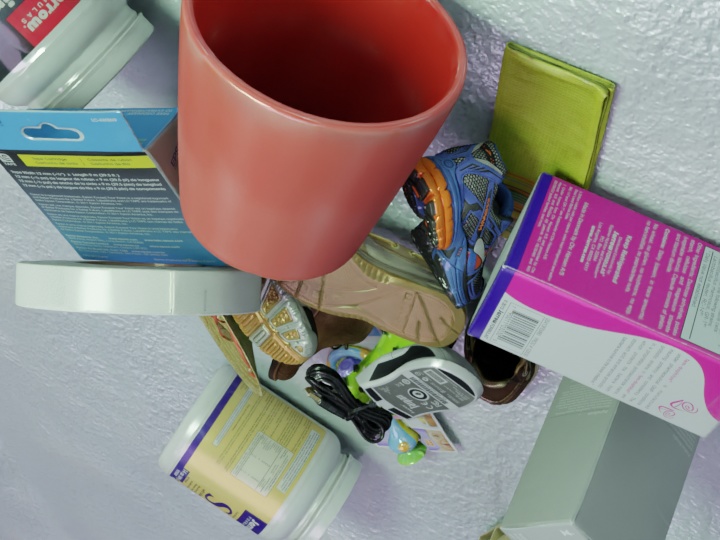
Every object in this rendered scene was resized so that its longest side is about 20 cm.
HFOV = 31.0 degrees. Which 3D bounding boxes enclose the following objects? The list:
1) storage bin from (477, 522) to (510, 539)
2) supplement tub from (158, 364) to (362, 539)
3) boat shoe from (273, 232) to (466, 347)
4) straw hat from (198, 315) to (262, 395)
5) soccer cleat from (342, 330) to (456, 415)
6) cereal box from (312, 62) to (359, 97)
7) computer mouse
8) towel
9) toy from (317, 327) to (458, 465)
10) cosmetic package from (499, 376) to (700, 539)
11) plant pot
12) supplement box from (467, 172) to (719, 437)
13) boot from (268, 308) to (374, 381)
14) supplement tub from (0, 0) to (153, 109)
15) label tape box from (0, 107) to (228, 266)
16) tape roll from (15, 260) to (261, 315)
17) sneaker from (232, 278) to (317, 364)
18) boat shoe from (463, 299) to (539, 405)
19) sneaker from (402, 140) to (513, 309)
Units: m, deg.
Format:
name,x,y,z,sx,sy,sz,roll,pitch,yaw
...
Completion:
name,x,y,z,sx,sy,sz,roll,pitch,yaw
storage bin,0.182,0.366,1.383,0.093,0.199,0.200,19,150,-11
supplement tub,-0.113,0.217,1.483,0.200,0.146,0.145,34,148,-2
boat shoe,0.000,0.000,1.117,0.199,0.069,0.074,27,117,0
straw hat,-0.112,0.023,1.265,0.201,0.085,0.201,54,168,17
soccer cleat,0.054,0.081,1.238,0.081,0.068,0.200,6,145,-29
cereal box,-0.054,-0.124,1.069,0.144,0.040,0.200,35,148,-1
computer mouse,0.039,0.102,1.166,0.110,0.044,0.200,39,144,-24
towel,0.134,-0.083,0.981,0.086,0.018,0.200,23,147,14
toy,0.009,0.135,1.356,0.115,0.047,0.200,-2,135,40
cosmetic package,0.206,0.161,1.073,0.107,0.200,0.090,47,145,-21
plant pot,-0.042,-0.102,0.906,0.200,0.201,0.178,28,135,7
supplement box,0.199,0.027,0.974,0.199,0.104,0.101,25,146,3
boot,-0.036,0.063,1.276,0.075,0.074,0.200,26,142,-8
supplement tub,-0.279,-0.223,1.037,0.200,0.141,0.140,44,146,-18
label tape box,-0.192,-0.082,1.003,0.143,0.066,0.200,3,148,22
tape roll,-0.181,0.013,1.063,0.202,0.037,0.203,2,-179,0
sneaker,-0.088,-0.011,1.172,0.076,0.088,0.200,-39,82,38
boat shoe,0.119,0.071,1.148,0.074,0.075,0.203,23,147,15
sneaker,0.085,-0.033,1.012,0.075,0.078,0.200,62,175,23
